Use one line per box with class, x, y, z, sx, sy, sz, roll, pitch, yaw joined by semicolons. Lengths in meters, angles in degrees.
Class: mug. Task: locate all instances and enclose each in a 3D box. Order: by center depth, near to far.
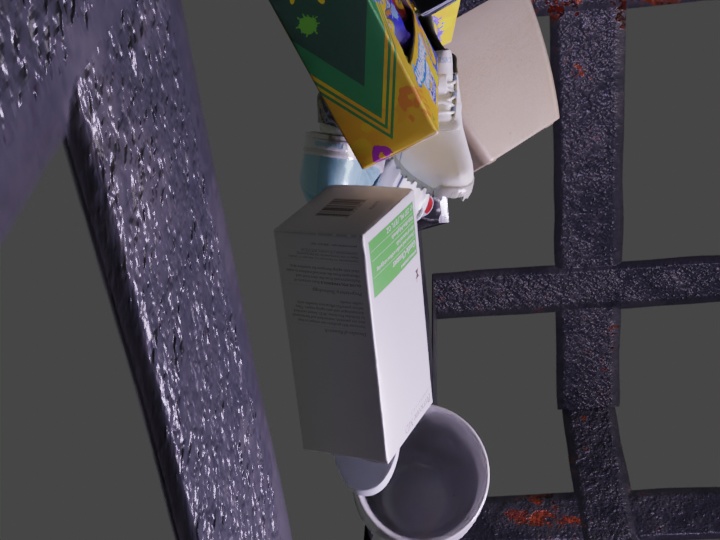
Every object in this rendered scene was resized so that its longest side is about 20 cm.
mug;0.051;0.263;1.244;0.201;0.146;0.176;-60;170;-18

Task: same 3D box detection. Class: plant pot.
plant pot;0.145;-0.231;1.493;0.178;0.199;0.200;59;-22;-3

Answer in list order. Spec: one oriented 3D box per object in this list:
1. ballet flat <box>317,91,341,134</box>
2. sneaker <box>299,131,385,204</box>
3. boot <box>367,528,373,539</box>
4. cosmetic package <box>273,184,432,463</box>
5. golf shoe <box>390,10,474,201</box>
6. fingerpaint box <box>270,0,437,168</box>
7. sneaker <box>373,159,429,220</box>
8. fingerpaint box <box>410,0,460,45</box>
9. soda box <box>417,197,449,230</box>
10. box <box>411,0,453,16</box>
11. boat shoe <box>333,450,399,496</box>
ballet flat;-0.010;-0.143;1.177;0.200;0.071;0.073;19;67;-82
sneaker;-0.023;-0.081;1.040;0.200;0.073;0.083;-7;107;-79
boot;0.095;0.341;1.350;0.069;0.171;0.202;75;13;-59
cosmetic package;-0.003;0.042;0.923;0.108;0.084;0.203;-45;133;-54
golf shoe;0.064;-0.162;1.071;0.098;0.077;0.202;114;-36;-50
fingerpaint box;0.000;-0.205;0.932;0.168;0.073;0.201;60;16;-22
sneaker;0.033;-0.071;1.150;0.073;0.071;0.201;-15;-141;58
fingerpaint box;0.048;-0.371;1.271;0.168;0.073;0.201;55;-21;25
soda box;0.038;-0.125;1.308;0.201;0.063;0.071;-118;-164;-51
box;0.069;-0.310;0.963;0.150;0.106;0.200;62;11;-10
boat shoe;0.005;0.147;1.158;0.067;0.069;0.202;76;5;-52
